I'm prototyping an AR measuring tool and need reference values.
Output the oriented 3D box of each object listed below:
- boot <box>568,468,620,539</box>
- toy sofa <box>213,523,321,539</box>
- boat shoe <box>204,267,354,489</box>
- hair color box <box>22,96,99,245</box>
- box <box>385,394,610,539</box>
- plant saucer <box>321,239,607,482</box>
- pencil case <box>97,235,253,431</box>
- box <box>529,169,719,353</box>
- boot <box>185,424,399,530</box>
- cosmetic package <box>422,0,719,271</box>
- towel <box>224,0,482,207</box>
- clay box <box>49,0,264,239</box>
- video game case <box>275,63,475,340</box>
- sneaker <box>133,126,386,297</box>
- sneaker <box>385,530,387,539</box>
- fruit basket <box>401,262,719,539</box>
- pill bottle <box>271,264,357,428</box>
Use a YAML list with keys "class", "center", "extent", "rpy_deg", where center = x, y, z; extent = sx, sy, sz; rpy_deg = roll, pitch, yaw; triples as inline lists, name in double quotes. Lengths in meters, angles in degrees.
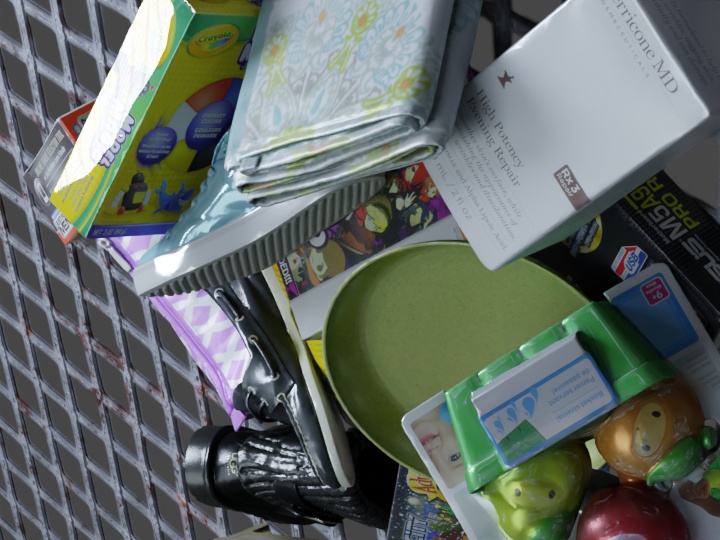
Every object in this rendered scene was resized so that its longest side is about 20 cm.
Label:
- class: "boot"
  center: [0.216, 0.166, 1.441]
  extent: [0.200, 0.073, 0.182]
  rpy_deg: [32, 146, 12]
- class: "toy sofa"
  center: [-0.019, 0.244, 1.789]
  extent: [0.200, 0.098, 0.083]
  rpy_deg: [2, 100, 30]
- class: "boat shoe"
  center: [-0.062, 0.073, 1.690]
  extent: [0.075, 0.066, 0.200]
  rpy_deg: [62, -175, -66]
- class: "hair color box"
  center: [-0.125, -0.103, 1.669]
  extent: [0.064, 0.200, 0.111]
  rpy_deg: [57, 153, 5]
- class: "box"
  center: [0.093, 0.146, 1.638]
  extent: [0.136, 0.038, 0.200]
  rpy_deg: [10, 140, 2]
- class: "plant saucer"
  center: [0.075, 0.056, 1.495]
  extent: [0.200, 0.031, 0.200]
  rpy_deg: [12, 130, 14]
- class: "pencil case"
  center: [-0.116, 0.019, 1.789]
  extent: [0.200, 0.085, 0.084]
  rpy_deg: [49, 136, 17]
- class: "box"
  center: [0.156, 0.016, 1.486]
  extent: [0.160, 0.044, 0.200]
  rpy_deg: [49, 150, 19]
- class: "boot"
  center: [-0.013, 0.153, 1.810]
  extent: [0.158, 0.211, 0.080]
  rpy_deg: [-3, 86, 31]
- class: "cosmetic package"
  center: [0.126, -0.090, 1.349]
  extent: [0.200, 0.074, 0.102]
  rpy_deg: [-40, 78, 48]
- class: "towel"
  center: [0.004, -0.141, 1.427]
  extent: [0.048, 0.200, 0.171]
  rpy_deg: [31, 150, -36]
- class: "clay box"
  center: [-0.106, -0.113, 1.527]
  extent: [0.048, 0.115, 0.200]
  rpy_deg: [46, 121, 29]
- class: "video game case"
  center: [0.002, -0.079, 1.536]
  extent: [0.181, 0.036, 0.200]
  rpy_deg: [-27, 76, 38]
- class: "sneaker"
  center: [-0.071, -0.049, 1.537]
  extent: [0.200, 0.074, 0.082]
  rpy_deg: [-28, 72, 28]
- class: "sneaker"
  center: [0.085, 0.258, 1.830]
  extent: [0.083, 0.071, 0.200]
  rpy_deg: [-29, 88, 39]
- class: "fruit basket"
  center: [0.143, 0.125, 1.382]
  extent: [0.200, 0.185, 0.094]
  rpy_deg: [63, -165, 16]
- class: "pill bottle"
  center: [0.000, 0.000, 1.659]
  extent: [0.109, 0.109, 0.200]
  rpy_deg: [-5, 112, 60]
